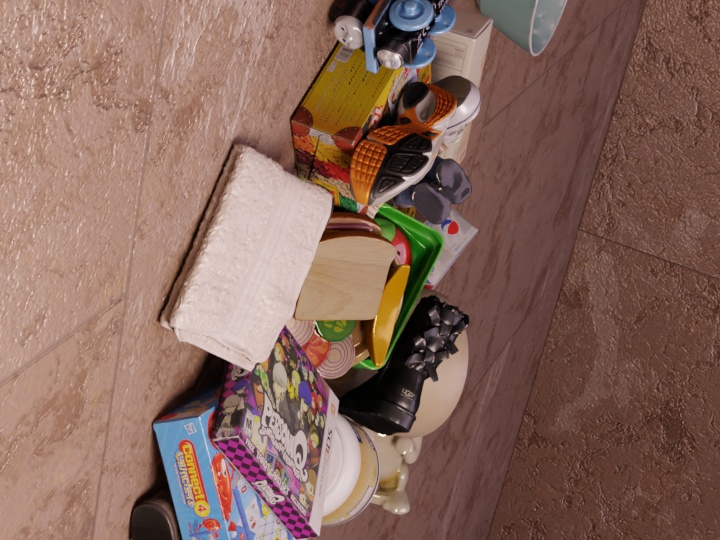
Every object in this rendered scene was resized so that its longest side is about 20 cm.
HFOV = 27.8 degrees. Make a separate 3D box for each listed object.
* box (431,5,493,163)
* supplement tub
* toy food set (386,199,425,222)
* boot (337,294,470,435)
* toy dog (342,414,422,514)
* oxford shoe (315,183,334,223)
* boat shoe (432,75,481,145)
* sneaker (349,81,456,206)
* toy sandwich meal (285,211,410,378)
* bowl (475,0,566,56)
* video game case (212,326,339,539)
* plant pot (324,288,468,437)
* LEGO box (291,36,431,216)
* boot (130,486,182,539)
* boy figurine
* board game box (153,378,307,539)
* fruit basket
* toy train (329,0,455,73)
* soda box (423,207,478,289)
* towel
[{"bbox_3d":[0.098,-0.228,1.841,0.078,0.095,0.201,-50,156,-53],"label":"box"},{"bbox_3d":[-0.061,0.238,1.793,0.200,0.144,0.145,49,62,-73],"label":"supplement tub"},{"bbox_3d":[0.061,-0.085,1.957,0.200,0.060,0.144,-39,146,-61],"label":"toy food set"},{"bbox_3d":[0.051,0.114,1.769,0.163,0.073,0.198,-63,-166,-14],"label":"boot"},{"bbox_3d":[0.034,0.227,2.131,0.194,0.139,0.201,-66,171,-69],"label":"toy dog"},{"bbox_3d":[-0.097,-0.009,1.513,0.200,0.071,0.071,-51,164,-20],"label":"oxford shoe"},{"bbox_3d":[0.098,-0.184,1.741,0.074,0.067,0.200,-54,-158,-12],"label":"boat shoe"},{"bbox_3d":[0.045,-0.115,1.558,0.200,0.075,0.092,-51,160,-44],"label":"sneaker"},{"bbox_3d":[-0.027,0.034,1.613,0.070,0.204,0.206,45,-57,58],"label":"toy sandwich meal"},{"bbox_3d":[0.228,-0.410,2.031,0.201,0.105,0.202,20,90,-74],"label":"bowl"},{"bbox_3d":[-0.086,0.159,1.552,0.200,0.036,0.182,58,29,-42],"label":"video game case"},{"bbox_3d":[0.025,0.114,1.909,0.134,0.200,0.201,11,101,-39],"label":"plant pot"},{"bbox_3d":[0.005,-0.179,1.613,0.149,0.077,0.200,84,30,-57],"label":"LEGO box"},{"bbox_3d":[-0.178,0.286,1.574,0.174,0.069,0.201,-42,140,-59],"label":"boot"},{"bbox_3d":[0.045,-0.110,1.698,0.124,0.200,0.064,-46,118,-9],"label":"boy figurine"},{"bbox_3d":[-0.128,0.222,1.545,0.200,0.056,0.197,-32,111,-66],"label":"board game box"},{"bbox_3d":[0.000,0.000,1.733,0.216,0.155,0.216,-62,-179,1],"label":"fruit basket"},{"bbox_3d":[0.045,-0.296,1.535,0.087,0.114,0.200,80,33,-56],"label":"toy train"},{"bbox_3d":[0.082,-0.004,1.997,0.068,0.063,0.200,-46,174,-40],"label":"soda box"},{"bbox_3d":[-0.108,-0.010,1.417,0.132,0.034,0.201,28,80,-43],"label":"towel"}]
